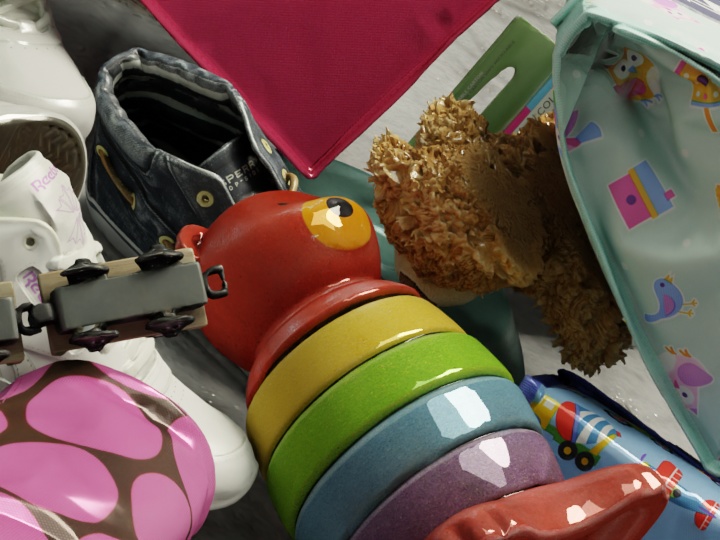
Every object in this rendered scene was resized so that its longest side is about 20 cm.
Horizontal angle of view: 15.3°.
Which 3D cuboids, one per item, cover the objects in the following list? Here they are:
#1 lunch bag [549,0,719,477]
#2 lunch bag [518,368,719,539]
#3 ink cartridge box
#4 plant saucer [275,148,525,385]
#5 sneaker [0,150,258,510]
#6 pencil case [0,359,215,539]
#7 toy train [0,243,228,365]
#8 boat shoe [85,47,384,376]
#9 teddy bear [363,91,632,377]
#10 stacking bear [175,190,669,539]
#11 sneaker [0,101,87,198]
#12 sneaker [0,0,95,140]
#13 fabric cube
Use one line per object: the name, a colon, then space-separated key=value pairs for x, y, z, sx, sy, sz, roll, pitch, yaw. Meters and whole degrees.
lunch bag: x=0.147 y=-0.046 z=1.116 sx=0.200 sy=0.122 sz=0.170 roll=58 pitch=19 yaw=-13
lunch bag: x=0.128 y=0.113 z=1.158 sx=0.150 sy=0.094 sz=0.200 roll=33 pitch=12 yaw=10
ink cartridge box: x=0.110 y=-0.040 z=1.327 sx=0.200 sy=0.104 sz=0.059 roll=27 pitch=19 yaw=-53
plant saucer: x=0.000 y=0.000 z=1.257 sx=0.199 sy=0.036 sz=0.200 roll=27 pitch=24 yaw=-13
sneaker: x=-0.117 y=0.019 z=0.994 sx=0.200 sy=0.100 sz=0.075 roll=32 pitch=20 yaw=-9
pencil case: x=-0.116 y=0.094 z=0.871 sx=0.093 sy=0.091 sz=0.200 roll=28 pitch=21 yaw=5
toy train: x=-0.144 y=0.022 z=0.936 sx=0.199 sy=0.046 sz=0.034 roll=-10 pitch=82 yaw=-16
boat shoe: x=-0.041 y=-0.011 z=1.136 sx=0.200 sy=0.091 sz=0.071 roll=35 pitch=61 yaw=19
teddy bear: x=0.069 y=-0.019 z=1.179 sx=0.145 sy=0.067 sz=0.200 roll=52 pitch=27 yaw=-4
stacking bear: x=0.004 y=0.050 z=1.038 sx=0.121 sy=0.114 sz=0.200 roll=-11 pitch=55 yaw=-42
sneaker: x=-0.212 y=-0.045 z=1.065 sx=0.199 sy=0.073 sz=0.084 roll=4 pitch=11 yaw=-43
sneaker: x=-0.176 y=-0.134 z=1.215 sx=0.078 sy=0.100 sz=0.200 roll=-1 pitch=40 yaw=-45
fabric cube: x=-0.036 y=-0.199 z=1.278 sx=0.196 sy=0.200 sz=0.199 roll=48 pitch=1 yaw=-22
